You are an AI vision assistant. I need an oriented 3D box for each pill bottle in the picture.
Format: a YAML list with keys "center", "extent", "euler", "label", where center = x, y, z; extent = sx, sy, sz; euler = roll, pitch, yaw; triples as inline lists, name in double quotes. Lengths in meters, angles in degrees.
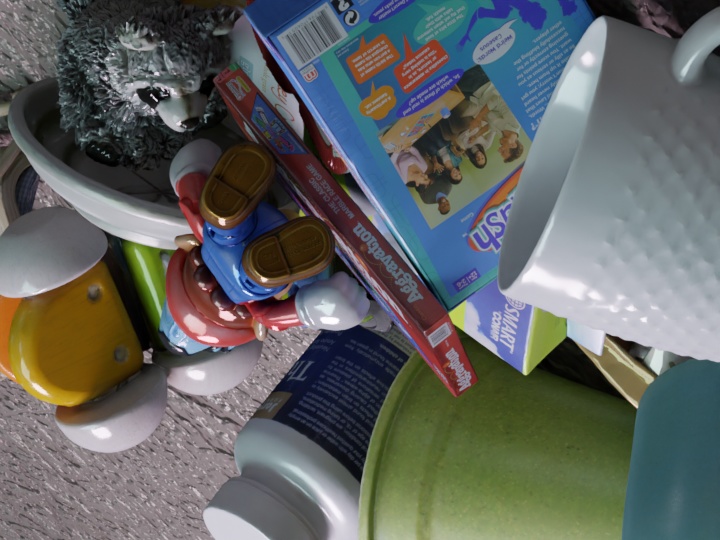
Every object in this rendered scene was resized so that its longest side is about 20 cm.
- center: [-0.015, 0.113, 1.820]
  extent: [0.111, 0.200, 0.111]
  euler: [32, 155, 17]
  label: "pill bottle"

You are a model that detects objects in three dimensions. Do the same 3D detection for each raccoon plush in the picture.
- center: [-0.148, -0.153, 1.619]
  extent: [0.200, 0.097, 0.134]
  euler: [48, 151, 20]
  label: "raccoon plush"

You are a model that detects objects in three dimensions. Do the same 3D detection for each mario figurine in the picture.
- center: [-0.054, -0.022, 1.539]
  extent: [0.105, 0.124, 0.200]
  euler: [-1, 169, -10]
  label: "mario figurine"

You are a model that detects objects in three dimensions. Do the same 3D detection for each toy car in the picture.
- center: [-0.176, 0.017, 1.907]
  extent: [0.150, 0.200, 0.176]
  euler: [16, 131, 57]
  label: "toy car"

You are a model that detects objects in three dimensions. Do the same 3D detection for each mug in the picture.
- center: [0.184, -0.047, 1.332]
  extent: [0.175, 0.148, 0.201]
  euler: [20, 126, -6]
  label: "mug"

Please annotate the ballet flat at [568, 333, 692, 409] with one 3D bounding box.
- center: [0.158, 0.028, 1.588]
  extent: [0.200, 0.069, 0.063]
  euler: [39, 143, -1]
  label: "ballet flat"

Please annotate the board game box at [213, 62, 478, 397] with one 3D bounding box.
- center: [-0.008, -0.023, 1.506]
  extent: [0.200, 0.019, 0.103]
  euler: [50, 174, 25]
  label: "board game box"

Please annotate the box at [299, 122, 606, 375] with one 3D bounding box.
- center: [0.054, -0.028, 1.553]
  extent: [0.200, 0.048, 0.122]
  euler: [35, 147, 22]
  label: "box"

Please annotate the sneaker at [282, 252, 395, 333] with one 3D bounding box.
- center: [0.000, 0.000, 1.701]
  extent: [0.082, 0.071, 0.200]
  euler: [22, -170, 7]
  label: "sneaker"

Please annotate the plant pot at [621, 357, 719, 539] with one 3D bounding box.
- center: [0.235, 0.167, 1.517]
  extent: [0.200, 0.161, 0.201]
  euler: [13, 146, 9]
  label: "plant pot"

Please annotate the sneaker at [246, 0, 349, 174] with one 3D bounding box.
- center: [0.006, -0.140, 1.510]
  extent: [0.079, 0.115, 0.201]
  euler: [89, 162, -52]
  label: "sneaker"

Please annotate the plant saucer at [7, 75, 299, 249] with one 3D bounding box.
- center: [-0.129, -0.060, 1.707]
  extent: [0.200, 0.200, 0.050]
  euler: [30, 116, 23]
  label: "plant saucer"

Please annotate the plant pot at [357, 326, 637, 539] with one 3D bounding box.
- center: [0.127, 0.148, 1.720]
  extent: [0.183, 0.201, 0.201]
  euler: [10, 144, 29]
  label: "plant pot"

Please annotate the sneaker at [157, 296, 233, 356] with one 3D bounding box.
- center: [-0.090, 0.006, 1.799]
  extent: [0.078, 0.090, 0.200]
  euler: [36, -162, 8]
  label: "sneaker"

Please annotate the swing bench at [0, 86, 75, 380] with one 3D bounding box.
- center: [-0.264, -0.020, 2.057]
  extent: [0.200, 0.130, 0.199]
  euler: [45, 156, -24]
  label: "swing bench"

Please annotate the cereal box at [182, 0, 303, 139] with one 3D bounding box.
- center: [-0.021, -0.102, 1.650]
  extent: [0.200, 0.040, 0.144]
  euler: [34, 154, 15]
  label: "cereal box"

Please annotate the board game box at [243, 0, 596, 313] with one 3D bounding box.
- center: [0.054, -0.098, 1.409]
  extent: [0.200, 0.152, 0.045]
  euler: [56, 178, -31]
  label: "board game box"
